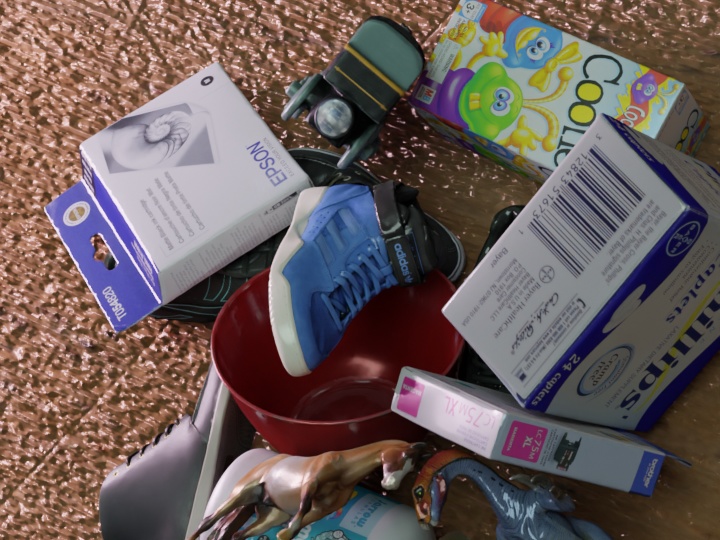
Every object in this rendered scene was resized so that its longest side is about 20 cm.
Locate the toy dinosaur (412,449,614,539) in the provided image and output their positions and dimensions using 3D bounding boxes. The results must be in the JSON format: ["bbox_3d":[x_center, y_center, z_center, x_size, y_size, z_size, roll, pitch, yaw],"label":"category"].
[{"bbox_3d":[0.122,0.199,1.304,0.105,0.200,0.181,-47,71,4],"label":"toy dinosaur"}]

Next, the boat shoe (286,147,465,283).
[{"bbox_3d":[-0.004,-0.048,1.503,0.199,0.066,0.070,36,91,25],"label":"boat shoe"}]

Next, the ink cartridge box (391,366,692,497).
[{"bbox_3d":[0.133,0.120,1.320,0.119,0.199,0.042,22,96,52],"label":"ink cartridge box"}]

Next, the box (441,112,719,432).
[{"bbox_3d":[0.190,0.009,1.316,0.184,0.199,0.105,-51,58,17],"label":"box"}]

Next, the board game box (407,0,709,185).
[{"bbox_3d":[0.156,-0.124,1.438,0.199,0.103,0.106,27,87,25],"label":"board game box"}]

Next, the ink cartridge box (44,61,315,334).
[{"bbox_3d":[-0.159,-0.066,1.523,0.199,0.041,0.200,-34,45,-6],"label":"ink cartridge box"}]

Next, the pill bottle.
[{"bbox_3d":[-0.017,0.220,1.415,0.198,0.111,0.112,18,84,24],"label":"pill bottle"}]

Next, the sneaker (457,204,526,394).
[{"bbox_3d":[0.106,0.041,1.425,0.080,0.086,0.202,2,78,24],"label":"sneaker"}]

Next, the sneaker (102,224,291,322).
[{"bbox_3d":[-0.116,-0.002,1.531,0.198,0.079,0.076,-7,51,21],"label":"sneaker"}]

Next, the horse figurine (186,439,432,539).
[{"bbox_3d":[-0.055,0.171,1.321,0.199,0.133,0.050,-23,108,50],"label":"horse figurine"}]

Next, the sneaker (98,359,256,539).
[{"bbox_3d":[-0.151,0.143,1.507,0.105,0.075,0.202,11,82,21],"label":"sneaker"}]

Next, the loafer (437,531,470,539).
[{"bbox_3d":[0.100,0.270,1.334,0.076,0.201,0.068,-5,37,40],"label":"loafer"}]

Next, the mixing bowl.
[{"bbox_3d":[-0.010,0.085,1.421,0.198,0.109,0.201,-6,40,5],"label":"mixing bowl"}]

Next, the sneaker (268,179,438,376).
[{"bbox_3d":[0.000,-0.001,1.377,0.110,0.077,0.201,-8,32,15],"label":"sneaker"}]

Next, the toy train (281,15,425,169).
[{"bbox_3d":[0.002,-0.148,1.461,0.085,0.200,0.114,41,99,-3],"label":"toy train"}]
